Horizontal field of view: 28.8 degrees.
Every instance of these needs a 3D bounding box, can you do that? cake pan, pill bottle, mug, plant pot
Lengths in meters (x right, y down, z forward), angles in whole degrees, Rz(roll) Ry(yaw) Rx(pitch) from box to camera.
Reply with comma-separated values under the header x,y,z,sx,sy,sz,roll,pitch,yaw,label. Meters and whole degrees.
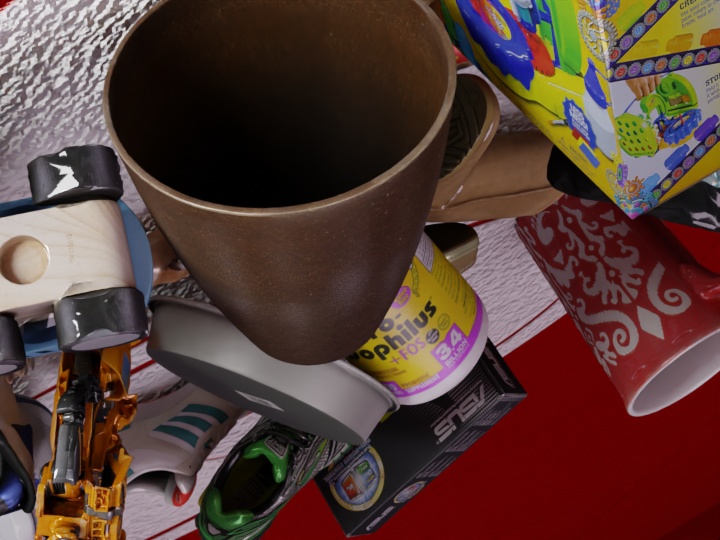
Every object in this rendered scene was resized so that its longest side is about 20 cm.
x,y,z,sx,sy,sz,roll,pitch,yaw,label
-0.069,0.076,1.014,0.037,0.199,0.200,-68,159,-14,cake pan
0.000,0.000,0.985,0.104,0.105,0.200,-37,125,8,pill bottle
0.252,-0.004,1.238,0.177,0.201,0.133,-42,153,16,mug
-0.036,-0.039,0.803,0.186,0.187,0.201,-26,144,-16,plant pot

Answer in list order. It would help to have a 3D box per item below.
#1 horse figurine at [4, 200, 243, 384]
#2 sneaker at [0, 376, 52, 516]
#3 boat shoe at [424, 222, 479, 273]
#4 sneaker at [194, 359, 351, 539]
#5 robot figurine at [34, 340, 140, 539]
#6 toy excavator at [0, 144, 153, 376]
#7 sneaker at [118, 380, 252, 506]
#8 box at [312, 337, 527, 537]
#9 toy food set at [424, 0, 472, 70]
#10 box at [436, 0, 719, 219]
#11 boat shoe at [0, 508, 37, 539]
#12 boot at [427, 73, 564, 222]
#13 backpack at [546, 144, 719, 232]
x,y,z,sx,sy,sz,roll,pitch,yaw,label
-0.156,0.006,0.911,0.199,0.050,0.132,-29,-173,-25,horse figurine
-0.254,0.129,0.946,0.080,0.116,0.200,-11,149,-4,sneaker
0.010,0.028,1.129,0.199,0.073,0.063,-29,115,-4,boat shoe
-0.055,0.143,1.140,0.201,0.078,0.085,-53,177,-20,sneaker
-0.177,0.115,0.923,0.058,0.201,0.146,5,122,-8,robot figurine
-0.210,0.018,0.779,0.193,0.101,0.200,-12,171,-9,toy excavator
-0.144,0.146,1.150,0.198,0.094,0.071,-17,151,-32,sneaker
0.024,0.105,1.203,0.200,0.161,0.044,-45,152,24,box
0.094,-0.194,0.889,0.198,0.049,0.199,-46,152,23,toy food set
0.121,-0.174,0.717,0.121,0.200,0.193,-29,134,-8,box
-0.289,0.236,1.166,0.065,0.072,0.201,-20,153,-36,boat shoe
0.103,-0.092,1.068,0.199,0.067,0.175,-9,159,-41,boot
0.223,-0.138,0.983,0.126,0.166,0.202,-6,112,-66,backpack
